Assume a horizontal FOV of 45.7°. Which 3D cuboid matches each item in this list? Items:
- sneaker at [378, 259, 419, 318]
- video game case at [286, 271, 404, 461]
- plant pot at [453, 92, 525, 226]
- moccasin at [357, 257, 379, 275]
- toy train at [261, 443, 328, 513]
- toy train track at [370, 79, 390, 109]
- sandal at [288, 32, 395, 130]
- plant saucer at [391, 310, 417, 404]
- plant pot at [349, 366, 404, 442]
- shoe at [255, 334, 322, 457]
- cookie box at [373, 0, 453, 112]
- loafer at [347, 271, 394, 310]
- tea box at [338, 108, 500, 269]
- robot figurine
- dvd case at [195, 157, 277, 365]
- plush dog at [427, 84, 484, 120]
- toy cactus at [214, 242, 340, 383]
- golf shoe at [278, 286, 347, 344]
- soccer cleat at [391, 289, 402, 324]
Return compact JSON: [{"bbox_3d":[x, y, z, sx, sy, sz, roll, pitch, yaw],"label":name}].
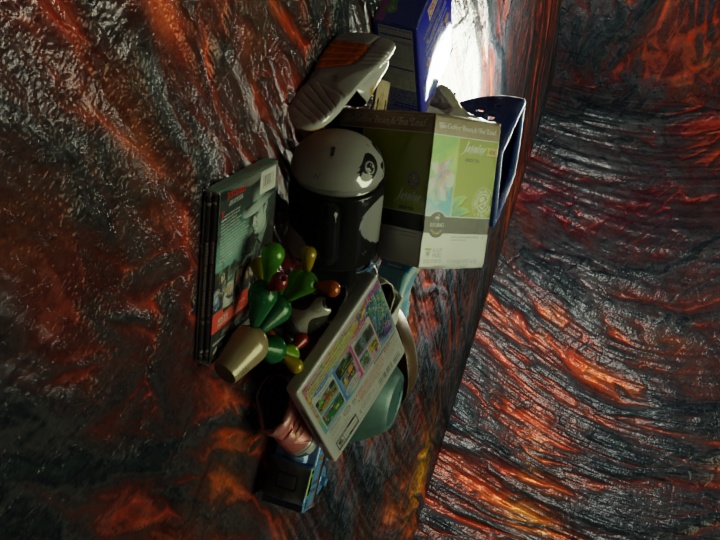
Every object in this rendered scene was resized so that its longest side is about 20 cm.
[{"bbox_3d":[0.074,0.027,1.653,0.201,0.079,0.131,-58,157,-25],"label":"sneaker"},{"bbox_3d":[-0.014,0.133,1.168,0.201,0.023,0.183,-55,145,-26],"label":"video game case"},{"bbox_3d":[0.221,-0.237,1.743,0.202,0.177,0.201,89,21,-44],"label":"plant pot"},{"bbox_3d":[0.000,0.000,1.373,0.201,0.067,0.081,73,34,-63],"label":"moccasin"},{"bbox_3d":[-0.082,0.257,1.270,0.114,0.085,0.203,19,85,-78],"label":"toy train"},{"bbox_3d":[0.012,-0.186,1.284,0.113,0.032,0.203,12,86,-34],"label":"toy train track"},{"bbox_3d":[-0.027,-0.228,1.075,0.207,0.078,0.060,-54,157,-34],"label":"sandal"},{"bbox_3d":[0.052,0.134,1.502,0.034,0.201,0.202,-13,129,-21],"label":"plant saucer"},{"bbox_3d":[-0.004,0.201,1.418,0.200,0.133,0.203,15,90,-75],"label":"plant pot"},{"bbox_3d":[-0.088,0.149,1.186,0.091,0.071,0.203,49,41,-49],"label":"shoe"},{"bbox_3d":[0.087,-0.370,1.340,0.201,0.074,0.173,79,29,-58],"label":"cookie box"},{"bbox_3d":[0.001,0.095,1.260,0.075,0.068,0.203,22,71,-32],"label":"loafer"},{"bbox_3d":[0.070,-0.117,1.178,0.132,0.199,0.200,-2,102,-39],"label":"tea box"},{"bbox_3d":[-0.030,-0.080,1.086,0.123,0.150,0.202,-15,127,-29],"label":"robot figurine"},{"bbox_3d":[-0.138,-0.013,0.961,0.146,0.022,0.203,-46,148,-61],"label":"dvd case"},{"bbox_3d":[0.130,-0.216,1.552,0.172,0.160,0.200,-54,178,35],"label":"plush dog"},{"bbox_3d":[-0.101,0.067,0.986,0.165,0.101,0.201,-52,163,-35],"label":"toy cactus"},{"bbox_3d":[-0.043,0.046,1.184,0.078,0.094,0.200,56,23,-5],"label":"golf shoe"},{"bbox_3d":[-0.007,0.081,1.339,0.199,0.069,0.086,-15,140,-47],"label":"soccer cleat"}]
